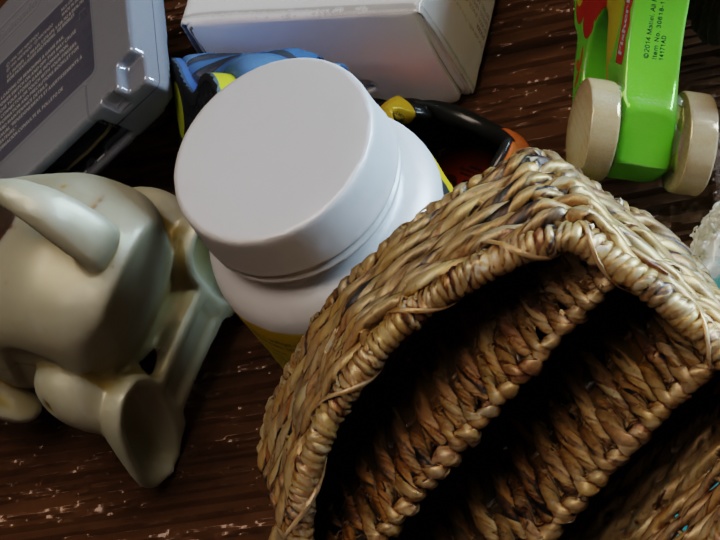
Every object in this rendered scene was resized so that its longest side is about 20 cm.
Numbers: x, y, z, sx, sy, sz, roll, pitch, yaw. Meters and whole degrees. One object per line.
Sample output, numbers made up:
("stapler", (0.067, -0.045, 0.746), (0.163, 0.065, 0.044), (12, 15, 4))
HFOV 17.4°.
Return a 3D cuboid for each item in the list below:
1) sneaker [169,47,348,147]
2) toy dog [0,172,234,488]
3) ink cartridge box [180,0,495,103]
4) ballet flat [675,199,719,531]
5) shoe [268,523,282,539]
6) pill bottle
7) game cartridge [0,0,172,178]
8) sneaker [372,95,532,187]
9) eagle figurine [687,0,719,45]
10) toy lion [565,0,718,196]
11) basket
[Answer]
("sneaker", (-0.049, -0.078, 1.171), (0.078, 0.067, 0.200), (-11, 8, -13))
("toy dog", (-0.183, 0.006, 1.166), (0.199, 0.194, 0.141), (14, 79, 25))
("ink cartridge box", (0.002, -0.193, 1.263), (0.145, 0.085, 0.201), (0, 62, 26))
("ballet flat", (0.149, 0.052, 1.057), (0.071, 0.072, 0.201), (17, 72, 33))
("shoe", (0.032, 0.179, 1.040), (0.070, 0.054, 0.200), (-17, 41, -41))
("pill bottle", (0.000, 0.000, 1.066), (0.113, 0.200, 0.115), (-13, 54, 19))
("game cartridge", (-0.172, -0.096, 1.269), (0.200, 0.041, 0.134), (-38, 49, 35))
("sneaker", (0.015, -0.063, 1.169), (0.199, 0.090, 0.070), (19, 70, 34))
("eagle figurine", (0.213, -0.170, 1.124), (0.152, 0.151, 0.200), (-43, 62, 8))
("toy lion", (0.133, -0.149, 1.137), (0.068, 0.192, 0.202), (7, 99, -7))
("basket", (0.058, 0.069, 0.954), (0.200, 0.142, 0.149), (-48, 30, 16))
